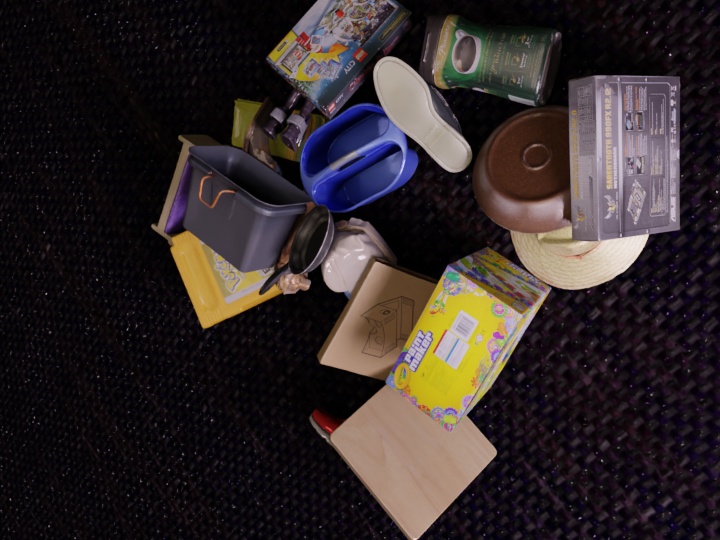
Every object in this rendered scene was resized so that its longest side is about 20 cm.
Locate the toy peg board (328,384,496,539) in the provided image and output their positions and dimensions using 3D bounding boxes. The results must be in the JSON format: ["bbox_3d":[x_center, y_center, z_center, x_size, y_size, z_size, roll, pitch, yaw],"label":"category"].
[{"bbox_3d":[0.076,0.293,1.107,0.200,0.198,0.098,48,154,11],"label":"toy peg board"}]

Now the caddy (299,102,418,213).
[{"bbox_3d":[-0.006,-0.178,1.088,0.198,0.105,0.143,-26,87,29],"label":"caddy"}]

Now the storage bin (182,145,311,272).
[{"bbox_3d":[-0.200,-0.093,1.087,0.199,0.145,0.136,34,115,25],"label":"storage bin"}]

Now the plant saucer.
[{"bbox_3d":[0.246,-0.150,0.943,0.197,0.037,0.204,-11,63,23],"label":"plant saucer"}]

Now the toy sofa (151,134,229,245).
[{"bbox_3d":[-0.306,-0.144,1.270,0.097,0.082,0.202,33,113,20],"label":"toy sofa"}]

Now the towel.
[{"bbox_3d":[-0.147,-0.245,1.203,0.197,0.018,0.088,17,106,25],"label":"towel"}]

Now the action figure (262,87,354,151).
[{"bbox_3d":[-0.082,-0.298,1.115,0.129,0.069,0.202,33,87,17],"label":"action figure"}]

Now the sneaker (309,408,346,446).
[{"bbox_3d":[0.007,0.279,1.191,0.197,0.077,0.086,22,93,15],"label":"sneaker"}]

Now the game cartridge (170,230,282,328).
[{"bbox_3d":[-0.230,-0.016,1.236,0.197,0.032,0.179,-25,87,3],"label":"game cartridge"}]

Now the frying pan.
[{"bbox_3d":[-0.094,-0.013,1.056,0.192,0.031,0.115,-60,28,13],"label":"frying pan"}]

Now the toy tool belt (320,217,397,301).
[{"bbox_3d":[0.000,0.000,1.113,0.124,0.123,0.201,-30,127,3],"label":"toy tool belt"}]

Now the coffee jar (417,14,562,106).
[{"bbox_3d":[0.180,-0.305,0.978,0.197,0.085,0.106,19,108,24],"label":"coffee jar"}]

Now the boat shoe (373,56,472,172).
[{"bbox_3d":[0.095,-0.237,1.019,0.199,0.066,0.074,42,114,-11],"label":"boat shoe"}]

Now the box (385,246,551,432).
[{"bbox_3d":[0.161,0.093,0.996,0.121,0.192,0.202,34,112,18],"label":"box"}]

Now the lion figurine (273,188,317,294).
[{"bbox_3d":[-0.102,-0.066,1.150,0.071,0.122,0.204,6,101,27],"label":"lion figurine"}]

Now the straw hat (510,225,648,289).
[{"bbox_3d":[0.296,-0.062,0.957,0.198,0.085,0.205,5,102,27],"label":"straw hat"}]

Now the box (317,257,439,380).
[{"bbox_3d":[0.042,0.087,1.094,0.202,0.161,0.021,-59,30,23],"label":"box"}]

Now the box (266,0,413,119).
[{"bbox_3d":[-0.032,-0.356,1.062,0.136,0.038,0.200,42,89,15],"label":"box"}]

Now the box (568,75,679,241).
[{"bbox_3d":[0.342,-0.145,0.878,0.048,0.156,0.204,10,106,62],"label":"box"}]

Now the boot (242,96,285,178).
[{"bbox_3d":[-0.161,-0.193,1.190,0.095,0.075,0.203,22,101,-2],"label":"boot"}]
